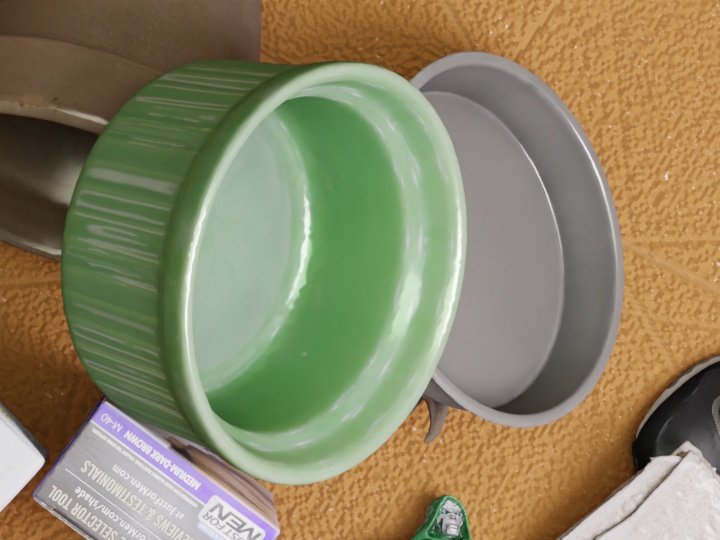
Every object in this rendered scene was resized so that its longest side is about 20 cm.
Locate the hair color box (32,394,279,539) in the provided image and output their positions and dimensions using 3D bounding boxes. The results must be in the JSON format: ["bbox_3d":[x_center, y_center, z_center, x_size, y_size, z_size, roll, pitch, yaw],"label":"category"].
[{"bbox_3d":[-0.102,0.114,1.501,0.109,0.200,0.065,37,91,-3],"label":"hair color box"}]

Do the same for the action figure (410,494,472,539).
[{"bbox_3d":[0.047,0.211,1.559,0.118,0.055,0.200,11,57,-24],"label":"action figure"}]

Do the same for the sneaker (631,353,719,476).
[{"bbox_3d":[0.243,0.068,1.598,0.200,0.088,0.076,-24,90,-6],"label":"sneaker"}]

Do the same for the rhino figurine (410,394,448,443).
[{"bbox_3d":[0.000,0.000,1.589,0.087,0.060,0.200,-22,91,11],"label":"rhino figurine"}]

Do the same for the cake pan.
[{"bbox_3d":[0.063,-0.014,1.557,0.200,0.037,0.201,14,71,-45],"label":"cake pan"}]

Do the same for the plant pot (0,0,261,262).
[{"bbox_3d":[-0.125,-0.113,1.532,0.200,0.200,0.175,18,69,-5],"label":"plant pot"}]

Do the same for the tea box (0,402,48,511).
[{"bbox_3d":[-0.270,0.073,1.487,0.134,0.200,0.197,-45,91,-6],"label":"tea box"}]

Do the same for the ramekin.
[{"bbox_3d":[-0.049,-0.006,1.397,0.200,0.098,0.201,-17,113,-46],"label":"ramekin"}]

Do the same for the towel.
[{"bbox_3d":[0.190,0.201,1.592,0.132,0.034,0.200,-42,94,15],"label":"towel"}]
